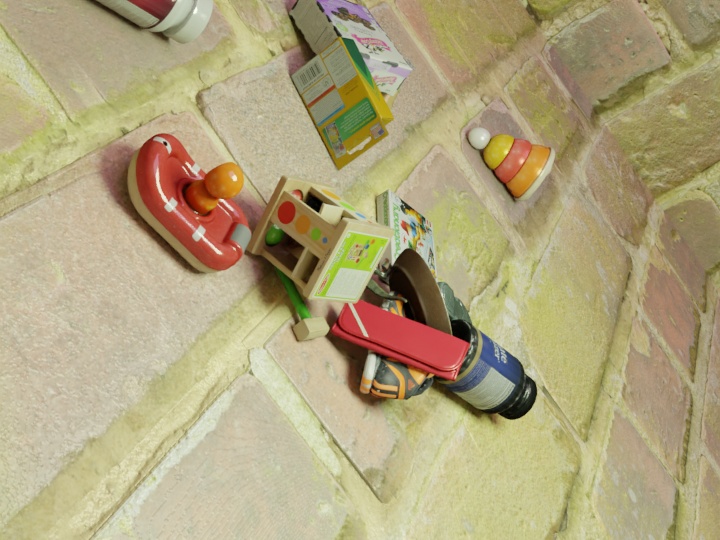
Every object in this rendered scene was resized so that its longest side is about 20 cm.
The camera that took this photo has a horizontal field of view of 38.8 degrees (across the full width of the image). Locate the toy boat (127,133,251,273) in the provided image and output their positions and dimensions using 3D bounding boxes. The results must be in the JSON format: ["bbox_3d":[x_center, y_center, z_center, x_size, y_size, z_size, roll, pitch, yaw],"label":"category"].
[{"bbox_3d":[-0.209,-0.103,1.363,0.200,0.131,0.131,46,31,-20],"label":"toy boat"}]

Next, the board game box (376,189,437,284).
[{"bbox_3d":[0.084,-0.038,1.833,0.126,0.035,0.200,35,37,-34],"label":"board game box"}]

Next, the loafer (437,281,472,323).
[{"bbox_3d":[0.146,0.080,1.782,0.200,0.063,0.072,54,33,-52],"label":"loafer"}]

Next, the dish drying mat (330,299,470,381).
[{"bbox_3d":[0.060,0.100,1.533,0.199,0.018,0.077,21,49,10],"label":"dish drying mat"}]

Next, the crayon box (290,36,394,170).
[{"bbox_3d":[-0.026,-0.295,1.820,0.052,0.126,0.200,-9,70,-58],"label":"crayon box"}]

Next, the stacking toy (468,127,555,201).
[{"bbox_3d":[0.335,-0.267,2.364,0.200,0.146,0.146,33,34,-6],"label":"stacking toy"}]

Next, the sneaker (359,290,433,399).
[{"bbox_3d":[0.070,0.123,1.579,0.112,0.078,0.200,13,49,2],"label":"sneaker"}]

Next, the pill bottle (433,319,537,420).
[{"bbox_3d":[0.209,0.175,1.743,0.200,0.112,0.112,36,36,-33],"label":"pill bottle"}]

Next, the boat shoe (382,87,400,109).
[{"bbox_3d":[0.043,-0.349,2.022,0.072,0.076,0.200,44,33,-26],"label":"boat shoe"}]

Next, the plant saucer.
[{"bbox_3d":[0.091,0.064,1.646,0.034,0.200,0.201,-18,73,-15],"label":"plant saucer"}]

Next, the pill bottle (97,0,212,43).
[{"bbox_3d":[-0.323,-0.423,1.517,0.200,0.109,0.110,25,43,-43],"label":"pill bottle"}]

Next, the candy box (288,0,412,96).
[{"bbox_3d":[-0.019,-0.437,1.956,0.167,0.072,0.200,6,43,-45],"label":"candy box"}]

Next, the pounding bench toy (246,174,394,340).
[{"bbox_3d":[-0.081,-0.017,1.497,0.156,0.200,0.124,36,16,30],"label":"pounding bench toy"}]

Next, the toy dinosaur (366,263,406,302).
[{"bbox_3d":[0.000,0.000,1.624,0.200,0.048,0.088,31,18,17],"label":"toy dinosaur"}]
